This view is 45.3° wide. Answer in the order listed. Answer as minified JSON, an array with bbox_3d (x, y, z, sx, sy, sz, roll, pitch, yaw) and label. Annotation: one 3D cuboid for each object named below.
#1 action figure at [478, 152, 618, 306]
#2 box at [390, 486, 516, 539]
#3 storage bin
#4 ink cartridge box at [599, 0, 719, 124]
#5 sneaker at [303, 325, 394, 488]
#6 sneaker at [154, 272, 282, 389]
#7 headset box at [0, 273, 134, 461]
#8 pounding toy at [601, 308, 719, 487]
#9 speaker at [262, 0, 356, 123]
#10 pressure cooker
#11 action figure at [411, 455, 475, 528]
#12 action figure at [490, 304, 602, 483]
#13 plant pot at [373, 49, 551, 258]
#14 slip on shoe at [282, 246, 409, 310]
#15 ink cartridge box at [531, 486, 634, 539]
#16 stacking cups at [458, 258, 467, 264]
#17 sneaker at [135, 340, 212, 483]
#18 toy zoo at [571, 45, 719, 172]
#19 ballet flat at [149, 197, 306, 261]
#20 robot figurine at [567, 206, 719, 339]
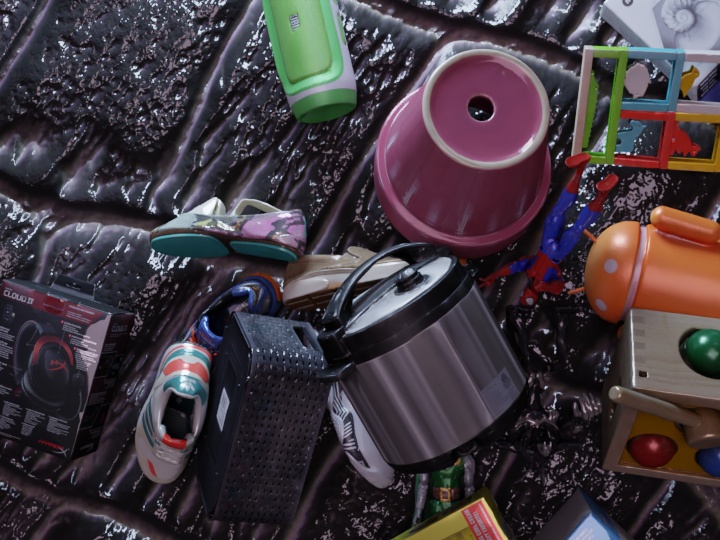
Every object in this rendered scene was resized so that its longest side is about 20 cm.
[{"bbox_3d":[0.193,-0.021,0.923,0.098,0.201,0.065,-27,58,-31],"label":"action figure"},{"bbox_3d":[0.069,0.318,0.940,0.199,0.050,0.076,-31,83,11],"label":"box"},{"bbox_3d":[-0.111,0.161,0.949,0.093,0.135,0.202,9,106,-22],"label":"storage bin"},{"bbox_3d":[0.411,-0.301,0.974,0.200,0.041,0.200,44,94,7],"label":"ink cartridge box"},{"bbox_3d":[0.020,0.140,0.992,0.114,0.075,0.202,-26,81,9],"label":"sneaker"},{"bbox_3d":[-0.179,0.081,1.020,0.075,0.078,0.201,40,95,8],"label":"sneaker"},{"bbox_3d":[-0.373,0.107,1.048,0.147,0.075,0.203,15,90,8],"label":"headset box"},{"bbox_3d":[0.324,0.135,0.867,0.182,0.201,0.143,7,49,8],"label":"pounding toy"},{"bbox_3d":[-0.062,-0.282,1.017,0.087,0.088,0.203,-14,86,7],"label":"speaker"},{"bbox_3d":[0.057,0.075,0.865,0.177,0.176,0.201,-28,100,15],"label":"pressure cooker"},{"bbox_3d":[0.099,0.279,0.990,0.116,0.055,0.203,-2,83,11],"label":"action figure"},{"bbox_3d":[0.198,0.140,0.957,0.117,0.102,0.203,1,86,-2],"label":"action figure"},{"bbox_3d":[0.117,-0.131,0.914,0.197,0.179,0.203,1,75,-3],"label":"plant pot"},{"bbox_3d":[0.000,0.000,0.994,0.198,0.076,0.061,-12,65,27],"label":"slip on shoe"},{"bbox_3d":[0.274,0.360,0.924,0.200,0.125,0.129,42,93,8],"label":"ink cartridge box"},{"bbox_3d":[0.113,0.037,0.996,0.060,0.060,0.203,-6,84,7],"label":"stacking cups"},{"bbox_3d":[-0.218,0.182,0.980,0.070,0.094,0.201,15,118,-13],"label":"sneaker"},{"bbox_3d":[0.342,-0.179,0.961,0.197,0.021,0.133,5,114,8],"label":"toy zoo"},{"bbox_3d":[-0.154,-0.051,1.028,0.197,0.069,0.072,2,68,18],"label":"ballet flat"},{"bbox_3d":[0.330,0.014,0.934,0.198,0.144,0.118,13,71,12],"label":"robot figurine"}]
